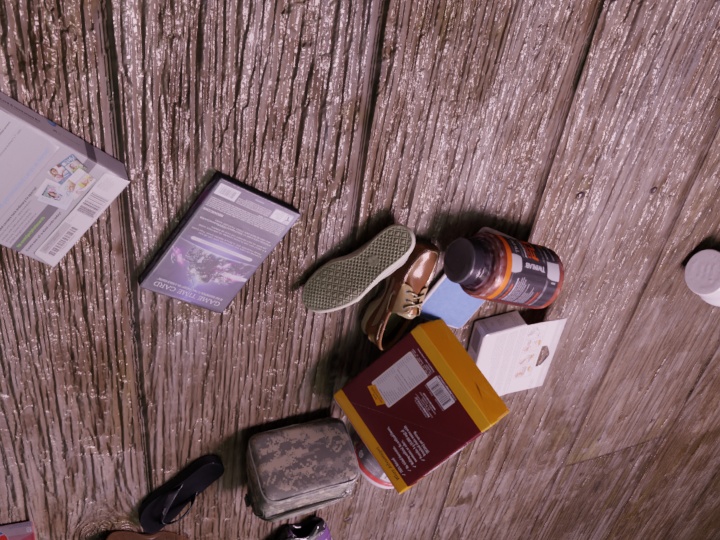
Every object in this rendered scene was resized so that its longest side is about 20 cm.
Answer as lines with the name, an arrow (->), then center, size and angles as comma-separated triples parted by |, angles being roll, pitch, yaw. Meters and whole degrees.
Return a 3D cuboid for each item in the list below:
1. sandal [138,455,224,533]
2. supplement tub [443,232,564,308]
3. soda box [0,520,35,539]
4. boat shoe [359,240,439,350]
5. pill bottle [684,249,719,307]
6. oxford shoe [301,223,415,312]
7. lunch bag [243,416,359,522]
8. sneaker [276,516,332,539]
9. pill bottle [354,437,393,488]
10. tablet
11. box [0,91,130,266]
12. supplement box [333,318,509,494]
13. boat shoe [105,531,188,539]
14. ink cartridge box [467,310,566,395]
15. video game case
sandal -> -0.322, 0.405, 1.492 | 0.200, 0.043, 0.076 | -44, 136, 15
supplement tub -> 0.227, -0.001, 1.344 | 0.199, 0.107, 0.107 | 10, 125, -37
soda box -> -0.631, 0.466, 1.354 | 0.198, 0.070, 0.064 | -3, 132, -28
boat shoe -> 0.073, 0.046, 1.346 | 0.075, 0.074, 0.201 | 7, 127, -34
pill bottle -> 0.740, 0.024, 1.679 | 0.199, 0.110, 0.110 | 16, 121, -39
oxford shoe -> 0.000, 0.000, 1.272 | 0.199, 0.076, 0.058 | -35, 174, 8
lunch bag -> -0.108, 0.369, 1.518 | 0.198, 0.140, 0.168 | -11, 151, -20
sneaker -> -0.159, 0.570, 1.738 | 0.198, 0.076, 0.088 | -23, 123, -14
pill bottle -> 0.078, 0.301, 1.565 | 0.115, 0.116, 0.201 | 11, 124, -36
tablet -> 0.188, 0.016, 1.429 | 0.129, 0.014, 0.200 | 18, 121, -40
box -> -0.393, -0.103, 0.962 | 0.156, 0.041, 0.199 | -44, 137, 15
supplement box -> 0.102, 0.224, 1.406 | 0.200, 0.198, 0.133 | -40, 166, 19
boat shoe -> -0.393, 0.529, 1.559 | 0.199, 0.072, 0.065 | 23, 123, -33
ink cartridge box -> 0.285, 0.162, 1.601 | 0.174, 0.045, 0.201 | -11, 135, -19
video game case -> -0.195, -0.032, 1.161 | 0.142, 0.019, 0.200 | 23, 118, -42
